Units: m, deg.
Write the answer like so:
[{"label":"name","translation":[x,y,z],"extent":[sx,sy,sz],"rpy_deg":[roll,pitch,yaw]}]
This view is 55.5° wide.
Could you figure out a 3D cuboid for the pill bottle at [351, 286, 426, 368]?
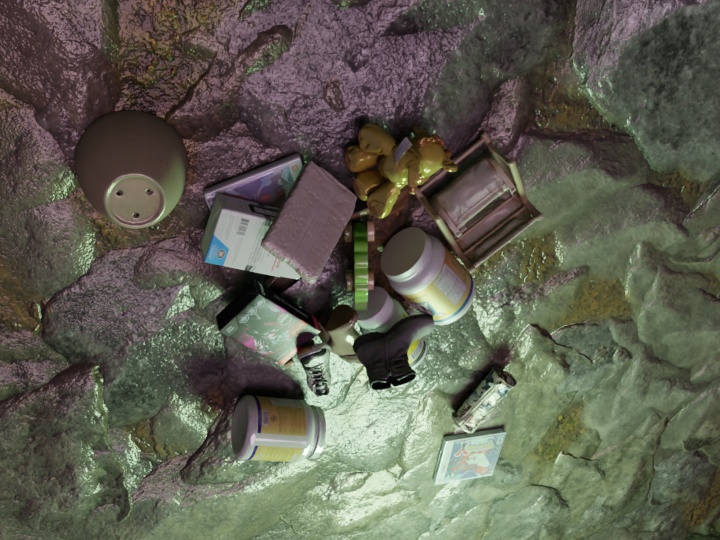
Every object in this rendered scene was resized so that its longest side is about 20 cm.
[{"label":"pill bottle","translation":[0.065,0.135,1.575],"extent":[0.113,0.115,0.201],"rpy_deg":[-33,127,4]}]

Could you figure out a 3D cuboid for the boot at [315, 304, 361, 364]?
[{"label":"boot","translation":[-0.023,0.150,1.525],"extent":[0.146,0.199,0.071],"rpy_deg":[45,65,-20]}]

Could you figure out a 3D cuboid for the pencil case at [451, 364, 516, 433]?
[{"label":"pencil case","translation":[0.329,0.350,1.843],"extent":[0.201,0.078,0.089],"rpy_deg":[-52,150,17]}]

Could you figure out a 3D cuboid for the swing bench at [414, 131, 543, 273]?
[{"label":"swing bench","translation":[0.251,-0.140,1.455],"extent":[0.198,0.130,0.200],"rpy_deg":[-37,133,6]}]

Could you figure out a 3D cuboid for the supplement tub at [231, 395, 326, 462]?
[{"label":"supplement tub","translation":[-0.194,0.377,1.621],"extent":[0.196,0.146,0.147],"rpy_deg":[11,119,-27]}]

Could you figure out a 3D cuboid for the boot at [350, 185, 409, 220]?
[{"label":"boot","translation":[0.015,-0.128,1.406],"extent":[0.197,0.074,0.076],"rpy_deg":[-23,139,-12]}]

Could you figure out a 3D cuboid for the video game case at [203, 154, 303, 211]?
[{"label":"video game case","translation":[-0.187,-0.114,1.358],"extent":[0.196,0.023,0.185],"rpy_deg":[-22,127,-6]}]

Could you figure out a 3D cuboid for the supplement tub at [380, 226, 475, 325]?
[{"label":"supplement tub","translation":[0.148,0.012,1.504],"extent":[0.144,0.145,0.200],"rpy_deg":[-42,127,10]}]

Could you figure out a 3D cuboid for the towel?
[{"label":"towel","translation":[-0.095,-0.094,1.297],"extent":[0.132,0.034,0.202],"rpy_deg":[37,69,-22]}]

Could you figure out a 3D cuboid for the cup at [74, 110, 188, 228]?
[{"label":"cup","translation":[-0.392,-0.154,1.186],"extent":[0.196,0.144,0.204],"rpy_deg":[-10,126,-14]}]

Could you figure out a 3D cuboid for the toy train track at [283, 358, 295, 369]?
[{"label":"toy train track","translation":[-0.194,0.158,1.543],"extent":[0.113,0.033,0.202],"rpy_deg":[-26,129,-2]}]

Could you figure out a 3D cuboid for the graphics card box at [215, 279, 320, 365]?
[{"label":"graphics card box","translation":[-0.192,0.114,1.449],"extent":[0.125,0.051,0.199],"rpy_deg":[-40,133,14]}]

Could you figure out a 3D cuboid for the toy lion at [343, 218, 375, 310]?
[{"label":"toy lion","translation":[0.000,0.000,1.404],"extent":[0.067,0.193,0.203],"rpy_deg":[-1,125,-1]}]

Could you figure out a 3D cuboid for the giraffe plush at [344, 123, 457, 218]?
[{"label":"giraffe plush","translation":[0.090,-0.214,1.326],"extent":[0.160,0.199,0.176],"rpy_deg":[-21,90,-39]}]

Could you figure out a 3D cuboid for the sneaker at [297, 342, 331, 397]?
[{"label":"sneaker","translation":[-0.092,0.228,1.547],"extent":[0.074,0.089,0.201],"rpy_deg":[-16,156,-4]}]

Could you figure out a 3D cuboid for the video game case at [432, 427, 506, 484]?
[{"label":"video game case","translation":[0.319,0.547,2.011],"extent":[0.196,0.023,0.185],"rpy_deg":[-4,124,-19]}]

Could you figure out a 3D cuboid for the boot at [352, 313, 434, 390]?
[{"label":"boot","translation":[0.091,0.179,1.454],"extent":[0.197,0.132,0.071],"rpy_deg":[-22,137,-12]}]

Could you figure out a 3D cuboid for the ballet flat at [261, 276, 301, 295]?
[{"label":"ballet flat","translation":[-0.159,0.016,1.451],"extent":[0.199,0.047,0.068],"rpy_deg":[-37,126,7]}]

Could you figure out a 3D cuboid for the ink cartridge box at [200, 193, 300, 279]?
[{"label":"ink cartridge box","translation":[-0.196,-0.062,1.322],"extent":[0.197,0.068,0.118],"rpy_deg":[12,116,-28]}]
